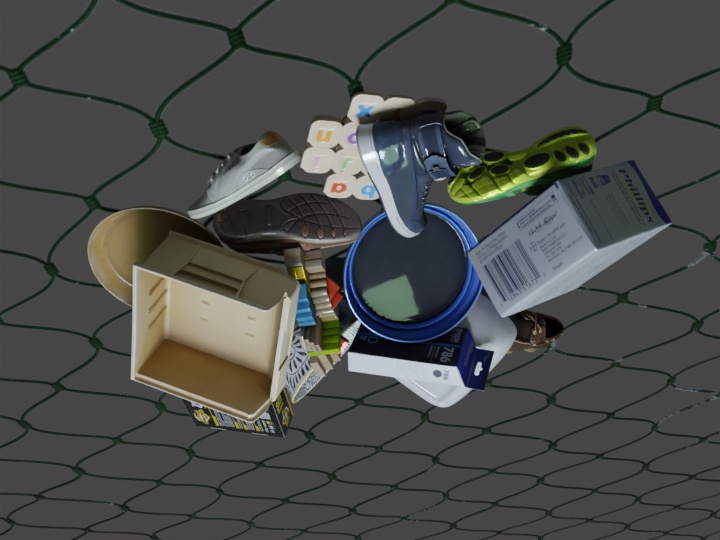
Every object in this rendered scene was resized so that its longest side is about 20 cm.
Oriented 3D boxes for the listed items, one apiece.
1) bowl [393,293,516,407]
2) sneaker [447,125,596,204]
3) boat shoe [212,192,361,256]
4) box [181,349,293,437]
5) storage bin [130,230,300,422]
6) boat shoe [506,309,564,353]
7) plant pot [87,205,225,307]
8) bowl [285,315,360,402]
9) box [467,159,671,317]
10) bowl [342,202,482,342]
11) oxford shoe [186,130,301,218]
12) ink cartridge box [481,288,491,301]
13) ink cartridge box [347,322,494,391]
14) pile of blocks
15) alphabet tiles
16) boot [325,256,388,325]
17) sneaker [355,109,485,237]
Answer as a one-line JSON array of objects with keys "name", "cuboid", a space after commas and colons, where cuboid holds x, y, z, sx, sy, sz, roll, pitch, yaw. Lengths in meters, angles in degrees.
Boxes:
[{"name": "bowl", "cuboid": [0.112, 0.112, 1.511, 0.199, 0.075, 0.200, 37, 123, -4]}, {"name": "sneaker", "cuboid": [0.211, -0.119, 1.287, 0.198, 0.075, 0.084, -15, 144, 13]}, {"name": "boat shoe", "cuboid": [-0.097, -0.057, 1.340, 0.198, 0.076, 0.072, 3, 152, 2]}, {"name": "box", "cuboid": [-0.200, 0.170, 1.500, 0.158, 0.050, 0.201, 6, 138, 18]}, {"name": "storage bin", "cuboid": [-0.194, 0.078, 1.318, 0.197, 0.094, 0.201, 19, 128, 10]}, {"name": "boat shoe", "cuboid": [0.271, 0.093, 1.623, 0.070, 0.071, 0.199, -27, 164, 28]}, {"name": "plant pot", "cuboid": [-0.274, -0.016, 1.364, 0.198, 0.028, 0.201, 3, 133, 3]}, {"name": "bowl", "cuboid": [-0.072, 0.098, 1.535, 0.201, 0.094, 0.201, -48, 172, -9]}, {"name": "box", "cuboid": [0.278, -0.044, 1.321, 0.199, 0.106, 0.184, -16, 162, -44]}, {"name": "bowl", "cuboid": [0.072, 0.000, 1.384, 0.199, 0.039, 0.203, -3, 108, -8]}, {"name": "oxford shoe", "cuboid": [-0.154, -0.120, 1.242, 0.199, 0.075, 0.058, -26, 103, 42]}, {"name": "ink cartridge box", "cuboid": [0.213, 0.018, 1.529, 0.199, 0.040, 0.099, -23, 144, 27]}, {"name": "ink cartridge box", "cuboid": [0.088, 0.115, 1.418, 0.198, 0.100, 0.040, 7, 122, 12]}, {"name": "pile of blocks", "cuboid": [-0.051, 0.057, 1.346, 0.062, 0.082, 0.201, -9, 123, 11]}, {"name": "alphabet tiles", "cuboid": [0.027, -0.155, 1.253, 0.198, 0.015, 0.196, 2, 145, -14]}, {"name": "boot", "cuboid": [0.000, 0.000, 1.456, 0.199, 0.097, 0.075, -29, 142, -9]}, {"name": "sneaker", "cuboid": [0.093, -0.119, 1.235, 0.145, 0.078, 0.203, -12, 145, 13]}]
